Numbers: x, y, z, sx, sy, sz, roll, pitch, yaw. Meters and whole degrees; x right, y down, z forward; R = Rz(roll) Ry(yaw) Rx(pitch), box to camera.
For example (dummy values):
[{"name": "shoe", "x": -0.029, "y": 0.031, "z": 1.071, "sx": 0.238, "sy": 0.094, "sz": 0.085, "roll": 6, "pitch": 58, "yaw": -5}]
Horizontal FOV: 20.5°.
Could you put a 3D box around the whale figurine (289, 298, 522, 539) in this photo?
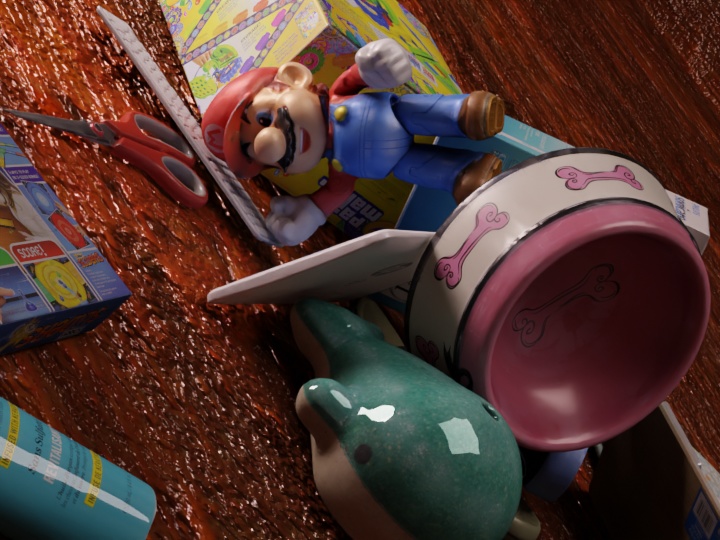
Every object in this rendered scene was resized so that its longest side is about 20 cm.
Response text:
[{"name": "whale figurine", "x": 0.027, "y": 0.088, "z": 1.196, "sx": 0.159, "sy": 0.104, "sz": 0.200, "roll": 30, "pitch": 26, "yaw": -45}]

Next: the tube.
[{"name": "tube", "x": -0.180, "y": 0.069, "z": 0.855, "sx": 0.200, "sy": 0.050, "sz": 0.077, "roll": 35, "pitch": 25, "yaw": -28}]

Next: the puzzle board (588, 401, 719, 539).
[{"name": "puzzle board", "x": 0.226, "y": 0.188, "z": 1.433, "sx": 0.017, "sy": 0.151, "sz": 0.200, "roll": -8, "pitch": 48, "yaw": -19}]

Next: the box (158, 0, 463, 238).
[{"name": "box", "x": -0.024, "y": -0.144, "z": 1.490, "sx": 0.200, "sy": 0.122, "sz": 0.193, "roll": 35, "pitch": 21, "yaw": -38}]

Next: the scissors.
[{"name": "scissors", "x": -0.164, "y": -0.089, "z": 1.247, "sx": 0.200, "sy": 0.014, "sz": 0.073, "roll": 24, "pitch": 33, "yaw": -51}]

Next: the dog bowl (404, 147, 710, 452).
[{"name": "dog bowl", "x": 0.132, "y": 0.027, "z": 1.249, "sx": 0.200, "sy": 0.200, "sz": 0.074, "roll": 35, "pitch": 9, "yaw": -38}]

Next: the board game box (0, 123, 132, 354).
[{"name": "board game box", "x": -0.205, "y": -0.020, "z": 0.976, "sx": 0.135, "sy": 0.034, "sz": 0.200, "roll": 52, "pitch": 18, "yaw": 9}]

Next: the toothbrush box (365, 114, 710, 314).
[{"name": "toothbrush box", "x": 0.126, "y": -0.013, "z": 1.397, "sx": 0.200, "sy": 0.146, "sz": 0.085, "roll": 24, "pitch": 18, "yaw": 2}]

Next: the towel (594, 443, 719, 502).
[{"name": "towel", "x": 0.259, "y": 0.191, "z": 1.628, "sx": 0.171, "sy": 0.048, "sz": 0.200, "roll": 44, "pitch": 19, "yaw": -26}]

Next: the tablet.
[{"name": "tablet", "x": 0.000, "y": 0.000, "z": 1.273, "sx": 0.200, "sy": 0.130, "sz": 0.014, "roll": -1, "pitch": 73, "yaw": -67}]

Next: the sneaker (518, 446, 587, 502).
[{"name": "sneaker", "x": 0.105, "y": 0.097, "z": 1.411, "sx": 0.078, "sy": 0.070, "sz": 0.200, "roll": 27, "pitch": 13, "yaw": -14}]

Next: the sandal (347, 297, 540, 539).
[{"name": "sandal", "x": 0.063, "y": 0.095, "z": 1.338, "sx": 0.201, "sy": 0.057, "sz": 0.080, "roll": 50, "pitch": 18, "yaw": 0}]

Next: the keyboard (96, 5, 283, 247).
[{"name": "keyboard", "x": -0.116, "y": -0.097, "z": 1.352, "sx": 0.200, "sy": 0.011, "sz": 0.056, "roll": 54, "pitch": 2, "yaw": 13}]

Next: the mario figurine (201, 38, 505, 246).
[{"name": "mario figurine", "x": -0.013, "y": -0.081, "z": 1.299, "sx": 0.106, "sy": 0.200, "sz": 0.124, "roll": 49, "pitch": 49, "yaw": -67}]
